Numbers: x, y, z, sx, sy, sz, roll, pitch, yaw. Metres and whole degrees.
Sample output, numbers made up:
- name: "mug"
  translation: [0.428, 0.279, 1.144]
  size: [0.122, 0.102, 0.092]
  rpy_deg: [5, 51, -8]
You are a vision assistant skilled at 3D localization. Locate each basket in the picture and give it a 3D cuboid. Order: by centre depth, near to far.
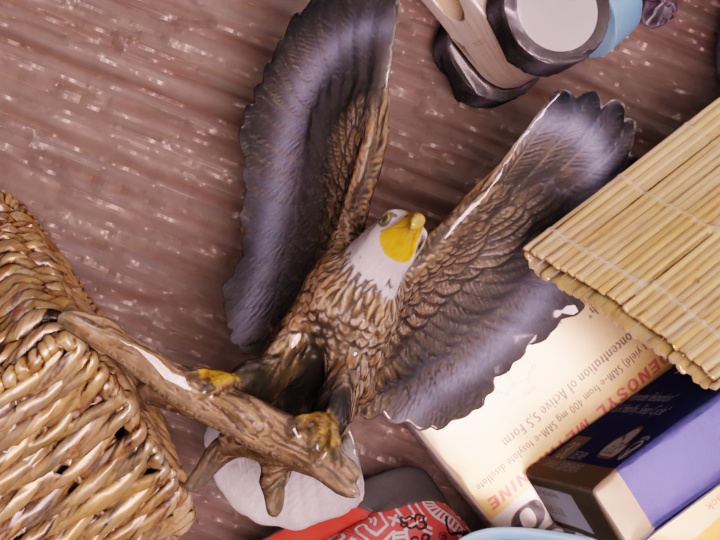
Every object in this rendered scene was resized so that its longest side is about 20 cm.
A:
- name: "basket"
  translation: [-0.183, 0.090, 0.912]
  size: [0.199, 0.149, 0.143]
  rpy_deg: [-34, 125, -4]

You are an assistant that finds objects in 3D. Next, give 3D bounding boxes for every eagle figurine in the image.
- name: "eagle figurine"
  translation: [0.005, -0.002, 0.842]
  size: [0.152, 0.150, 0.201]
  rpy_deg: [55, 50, -29]

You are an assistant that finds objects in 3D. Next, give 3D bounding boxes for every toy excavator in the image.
- name: "toy excavator"
  translation: [0.080, -0.199, 0.931]
  size: [0.200, 0.100, 0.195]
  rpy_deg: [-40, 94, -17]

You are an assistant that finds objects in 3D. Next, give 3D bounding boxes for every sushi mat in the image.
- name: "sushi mat"
  translation: [0.164, -0.033, 0.841]
  size: [0.200, 0.012, 0.095]
  rpy_deg: [-36, 56, -28]

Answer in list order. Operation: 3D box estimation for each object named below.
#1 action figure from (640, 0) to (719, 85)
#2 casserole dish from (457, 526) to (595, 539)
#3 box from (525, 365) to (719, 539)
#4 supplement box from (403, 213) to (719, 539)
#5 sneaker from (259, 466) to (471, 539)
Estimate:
- name: "action figure"
  translation: [0.179, -0.107, 0.943]
  size: [0.129, 0.069, 0.202]
  rpy_deg: [1, 77, 2]
- name: "casserole dish"
  translation: [0.104, 0.173, 0.853]
  size: [0.198, 0.039, 0.122]
  rpy_deg: [12, 66, -12]
- name: "box"
  translation: [0.163, 0.037, 0.838]
  size: [0.199, 0.121, 0.033]
  rpy_deg: [-33, 92, -8]
- name: "supplement box"
  translation: [0.093, 0.060, 0.928]
  size: [0.126, 0.074, 0.200]
  rpy_deg: [-40, 93, -3]
- name: "sneaker"
  translation: [-0.031, 0.173, 0.898]
  size: [0.200, 0.067, 0.108]
  rpy_deg: [-30, 54, -7]
